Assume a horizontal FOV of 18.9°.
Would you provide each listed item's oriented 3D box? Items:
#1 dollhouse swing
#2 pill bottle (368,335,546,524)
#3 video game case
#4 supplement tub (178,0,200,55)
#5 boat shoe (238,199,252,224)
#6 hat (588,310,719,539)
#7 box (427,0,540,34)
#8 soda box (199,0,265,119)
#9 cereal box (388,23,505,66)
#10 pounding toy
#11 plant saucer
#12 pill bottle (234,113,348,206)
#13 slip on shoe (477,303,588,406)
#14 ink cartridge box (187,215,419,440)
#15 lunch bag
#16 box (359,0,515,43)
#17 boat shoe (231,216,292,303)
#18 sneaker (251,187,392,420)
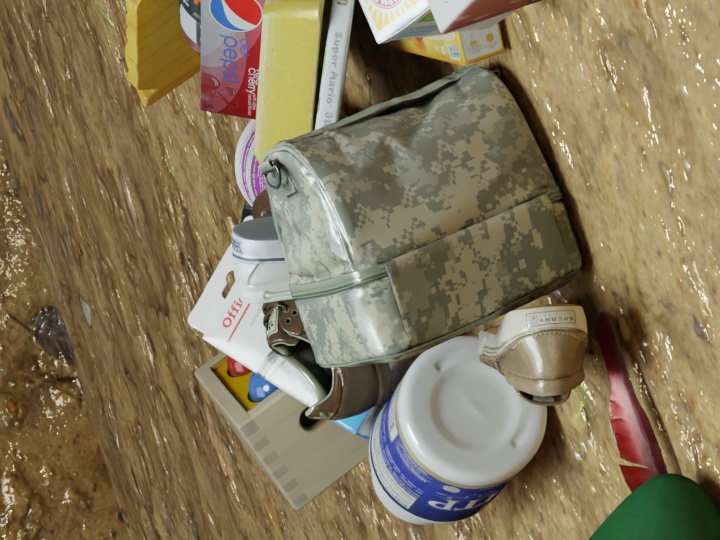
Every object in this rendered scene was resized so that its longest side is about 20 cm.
[{"bbox_3d":[-0.196,-0.306,2.027,0.176,0.181,0.200,44,154,19],"label":"dollhouse swing"},{"bbox_3d":[0.071,0.139,1.755,0.120,0.119,0.200,65,162,14],"label":"pill bottle"},{"bbox_3d":[-0.019,-0.151,1.644,0.143,0.018,0.202,-77,-6,-87],"label":"video game case"},{"bbox_3d":[-0.106,-0.278,1.863,0.107,0.106,0.201,58,159,32],"label":"supplement tub"},{"bbox_3d":[-0.076,-0.069,1.992,0.200,0.071,0.068,-96,10,-64],"label":"boat shoe"},{"bbox_3d":[0.230,0.155,1.465,0.199,0.177,0.166,34,170,-15],"label":"hat"},{"bbox_3d":[0.116,-0.226,1.177,0.107,0.151,0.200,68,163,5],"label":"box"},{"bbox_3d":[-0.096,-0.217,1.793,0.201,0.063,0.070,95,-175,-52],"label":"soda box"},{"bbox_3d":[0.039,-0.254,1.561,0.144,0.039,0.201,-154,46,-67],"label":"cereal box"},{"bbox_3d":[-0.041,0.074,1.953,0.143,0.200,0.184,56,173,-24],"label":"pounding toy"},{"bbox_3d":[-0.048,-0.183,1.693,0.201,0.048,0.201,-81,-1,-49],"label":"plant saucer"},{"bbox_3d":[-0.024,-0.075,1.823,0.200,0.112,0.113,-148,41,-64],"label":"pill bottle"},{"bbox_3d":[0.127,0.067,1.537,0.200,0.075,0.061,118,147,-80],"label":"slip on shoe"},{"bbox_3d":[-0.050,0.042,1.825,0.199,0.117,0.068,30,179,17],"label":"ink cartridge box"},{"bbox_3d":[0.040,-0.041,1.534,0.139,0.199,0.169,-7,104,64],"label":"lunch bag"},{"bbox_3d":[0.040,-0.259,1.389,0.101,0.112,0.201,-31,78,45],"label":"box"},{"bbox_3d":[0.000,0.002,1.675,0.075,0.200,0.087,-128,35,-63],"label":"boat shoe"},{"bbox_3d":[-0.047,0.025,1.727,0.201,0.075,0.070,61,149,14],"label":"sneaker"}]
